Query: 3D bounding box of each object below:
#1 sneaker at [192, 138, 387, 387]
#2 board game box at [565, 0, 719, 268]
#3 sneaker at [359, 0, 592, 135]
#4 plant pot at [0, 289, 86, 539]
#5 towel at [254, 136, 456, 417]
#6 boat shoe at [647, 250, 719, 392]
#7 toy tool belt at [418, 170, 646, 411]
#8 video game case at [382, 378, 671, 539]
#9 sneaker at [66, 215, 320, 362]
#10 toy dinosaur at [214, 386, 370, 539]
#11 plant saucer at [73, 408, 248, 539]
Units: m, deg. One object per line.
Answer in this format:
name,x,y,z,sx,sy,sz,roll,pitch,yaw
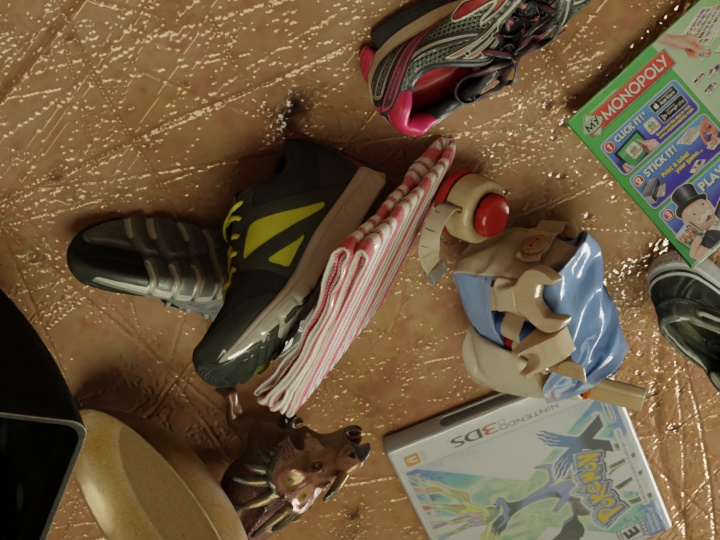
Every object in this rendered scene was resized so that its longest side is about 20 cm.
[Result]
sneaker,-0.063,-0.006,1.613,0.085,0.200,0.074,33,146,6
board game box,0.255,-0.116,1.634,0.200,0.029,0.135,-42,82,21
sneaker,0.095,-0.158,1.583,0.200,0.075,0.081,-36,128,15
plant pot,-0.313,0.106,1.629,0.199,0.177,0.200,9,125,-21
towel,0.000,0.000,1.633,0.030,0.200,0.146,31,122,6
boat shoe,0.278,0.063,1.803,0.200,0.071,0.072,33,140,-31
toy tool belt,0.133,0.018,1.698,0.125,0.123,0.200,-49,138,-24
video game case,0.133,0.167,1.897,0.182,0.022,0.200,-22,131,4
sneaker,-0.110,0.027,1.686,0.200,0.075,0.116,2,131,-17
toy dinosaur,-0.075,0.165,1.767,0.086,0.136,0.200,10,126,-22
plant saucer,-0.136,0.176,1.746,0.035,0.200,0.200,-34,137,-27
